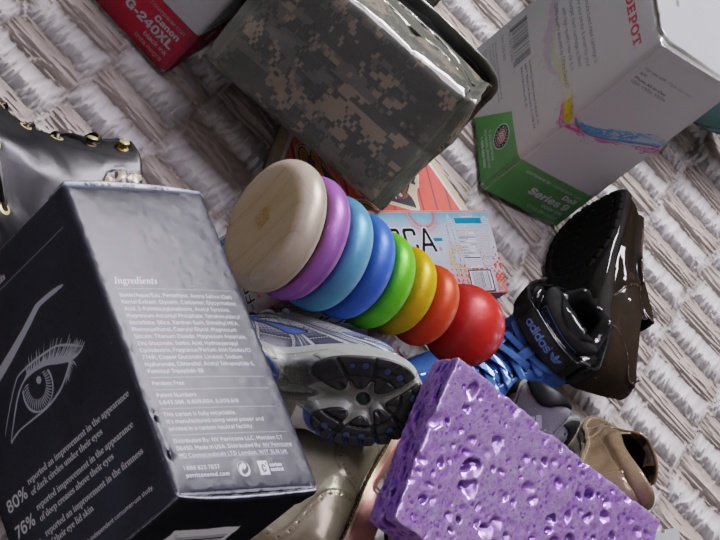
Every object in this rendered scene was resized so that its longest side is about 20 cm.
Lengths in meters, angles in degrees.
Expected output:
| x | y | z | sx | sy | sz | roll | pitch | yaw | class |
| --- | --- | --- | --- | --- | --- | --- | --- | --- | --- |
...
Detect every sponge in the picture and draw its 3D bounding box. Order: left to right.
| x | y | z | sx | sy | sz | roll | pitch | yaw | class |
| --- | --- | --- | --- | --- | --- | --- | --- | --- | --- |
| 0.098 | 0.153 | 1.406 | 0.200 | 0.030 | 0.112 | 39 | 60 | -28 | sponge |

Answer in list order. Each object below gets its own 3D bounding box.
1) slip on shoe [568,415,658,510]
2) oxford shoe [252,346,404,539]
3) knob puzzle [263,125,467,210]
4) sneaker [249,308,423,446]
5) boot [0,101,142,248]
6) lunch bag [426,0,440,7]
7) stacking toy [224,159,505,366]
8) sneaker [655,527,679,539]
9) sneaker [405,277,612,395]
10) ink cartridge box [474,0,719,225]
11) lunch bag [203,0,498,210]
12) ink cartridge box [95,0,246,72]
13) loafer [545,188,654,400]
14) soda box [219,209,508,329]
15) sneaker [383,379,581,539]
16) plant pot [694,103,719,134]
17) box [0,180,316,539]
| x | y | z | sx | sy | sz | roll | pitch | yaw | class |
| --- | --- | --- | --- | --- | --- | --- | --- | --- | --- |
| 0.175 | 0.135 | 1.574 | 0.076 | 0.060 | 0.200 | 63 | 13 | 3 | slip on shoe |
| -0.018 | 0.109 | 1.445 | 0.074 | 0.071 | 0.200 | 30 | 38 | -13 | oxford shoe |
| 0.016 | -0.053 | 1.651 | 0.219 | 0.030 | 0.220 | 27 | 43 | -27 | knob puzzle |
| -0.063 | 0.060 | 1.420 | 0.199 | 0.077 | 0.085 | 12 | 17 | -6 | sneaker |
| -0.213 | -0.084 | 1.406 | 0.150 | 0.073 | 0.200 | 13 | 54 | -37 | boot |
| 0.026 | -0.317 | 1.801 | 0.167 | 0.140 | 0.200 | 28 | 36 | -1 | lunch bag |
| 0.015 | 0.005 | 1.447 | 0.200 | 0.085 | 0.086 | 26 | 43 | -34 | stacking toy |
| 0.160 | 0.220 | 1.522 | 0.200 | 0.076 | 0.081 | -3 | 81 | -51 | sneaker |
| 0.095 | 0.061 | 1.564 | 0.200 | 0.111 | 0.077 | -15 | 69 | -50 | sneaker |
| 0.181 | -0.152 | 1.764 | 0.087 | 0.200 | 0.146 | 25 | 43 | -29 | ink cartridge box |
| 0.003 | -0.142 | 1.593 | 0.164 | 0.118 | 0.200 | 41 | 13 | 0 | lunch bag |
| -0.072 | -0.245 | 1.584 | 0.083 | 0.200 | 0.145 | 48 | 37 | -1 | ink cartridge box |
| 0.182 | 0.023 | 1.733 | 0.071 | 0.073 | 0.200 | 43 | 41 | -25 | loafer |
| 0.000 | 0.000 | 1.534 | 0.200 | 0.068 | 0.064 | -1 | 69 | -39 | soda box |
| 0.084 | 0.124 | 1.463 | 0.075 | 0.116 | 0.200 | 34 | 22 | 6 | sneaker |
| 0.275 | -0.210 | 1.933 | 0.196 | 0.200 | 0.201 | 7 | 54 | -33 | plant pot |
| -0.135 | 0.071 | 1.290 | 0.104 | 0.148 | 0.200 | 2 | 58 | -45 | box |
